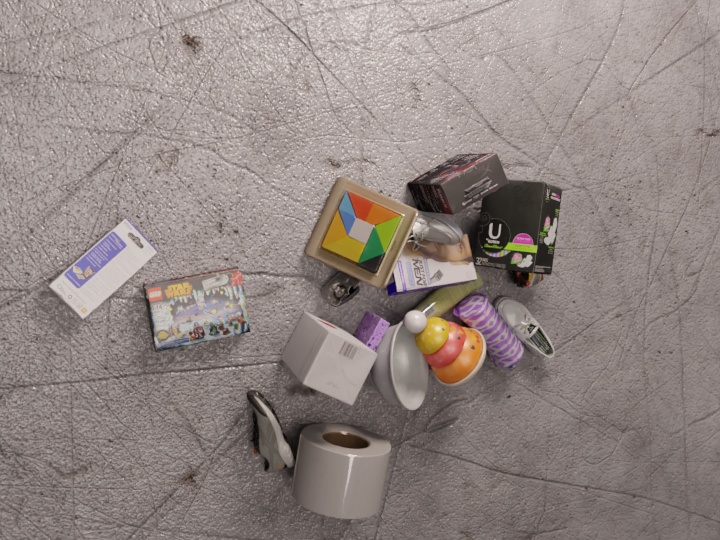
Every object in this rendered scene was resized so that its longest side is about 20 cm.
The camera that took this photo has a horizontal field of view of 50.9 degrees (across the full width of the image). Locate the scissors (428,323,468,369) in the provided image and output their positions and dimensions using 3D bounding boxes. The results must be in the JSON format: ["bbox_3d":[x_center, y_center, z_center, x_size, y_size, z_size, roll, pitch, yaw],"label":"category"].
[{"bbox_3d":[0.229,0.161,1.802,0.199,0.014,0.073,-32,106,-14],"label":"scissors"}]

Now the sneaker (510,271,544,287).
[{"bbox_3d":[0.409,-0.062,1.808,0.082,0.078,0.201,-4,103,-35],"label":"sneaker"}]

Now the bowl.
[{"bbox_3d":[0.074,0.211,1.687,0.201,0.090,0.202,20,67,-61],"label":"bowl"}]

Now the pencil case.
[{"bbox_3d":[0.306,0.143,1.786,0.085,0.084,0.200,-25,117,26],"label":"pencil case"}]

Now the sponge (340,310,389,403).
[{"bbox_3d":[-0.010,0.188,1.661,0.030,0.112,0.201,31,87,-17],"label":"sponge"}]

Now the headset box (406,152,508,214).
[{"bbox_3d":[0.211,-0.189,1.636,0.148,0.200,0.075,-31,106,-14],"label":"headset box"}]

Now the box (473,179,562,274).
[{"bbox_3d":[0.355,-0.099,1.706,0.124,0.148,0.201,5,93,-58],"label":"box"}]

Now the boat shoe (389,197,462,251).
[{"bbox_3d":[0.117,-0.087,1.639,0.201,0.075,0.086,24,55,4],"label":"boat shoe"}]

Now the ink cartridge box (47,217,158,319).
[{"bbox_3d":[-0.503,-0.005,1.486,0.200,0.037,0.095,-43,109,-7],"label":"ink cartridge box"}]

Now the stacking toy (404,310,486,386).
[{"bbox_3d":[0.169,0.154,1.678,0.200,0.146,0.146,37,85,-31],"label":"stacking toy"}]

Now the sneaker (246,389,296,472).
[{"bbox_3d":[-0.206,0.352,1.637,0.079,0.074,0.201,-23,106,-10],"label":"sneaker"}]

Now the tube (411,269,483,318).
[{"bbox_3d":[0.200,0.060,1.758,0.200,0.052,0.058,-39,151,-17],"label":"tube"}]

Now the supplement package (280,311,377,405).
[{"bbox_3d":[-0.071,0.179,1.589,0.121,0.200,0.120,27,89,-22],"label":"supplement package"}]

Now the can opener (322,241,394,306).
[{"bbox_3d":[0.000,0.000,1.654,0.200,0.067,0.053,-44,68,4],"label":"can opener"}]

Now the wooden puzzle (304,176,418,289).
[{"bbox_3d":[0.000,-0.082,1.606,0.199,0.037,0.186,24,90,12],"label":"wooden puzzle"}]

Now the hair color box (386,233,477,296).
[{"bbox_3d":[0.152,-0.013,1.700,0.199,0.065,0.110,-9,81,-21],"label":"hair color box"}]

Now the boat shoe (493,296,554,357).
[{"bbox_3d":[0.404,0.136,1.833,0.200,0.067,0.074,41,83,-21],"label":"boat shoe"}]

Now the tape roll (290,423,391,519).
[{"bbox_3d":[-0.042,0.431,1.641,0.202,0.203,0.140,7,96,-21],"label":"tape roll"}]

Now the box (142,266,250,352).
[{"bbox_3d":[-0.335,0.079,1.560,0.199,0.040,0.138,-12,102,-18],"label":"box"}]
